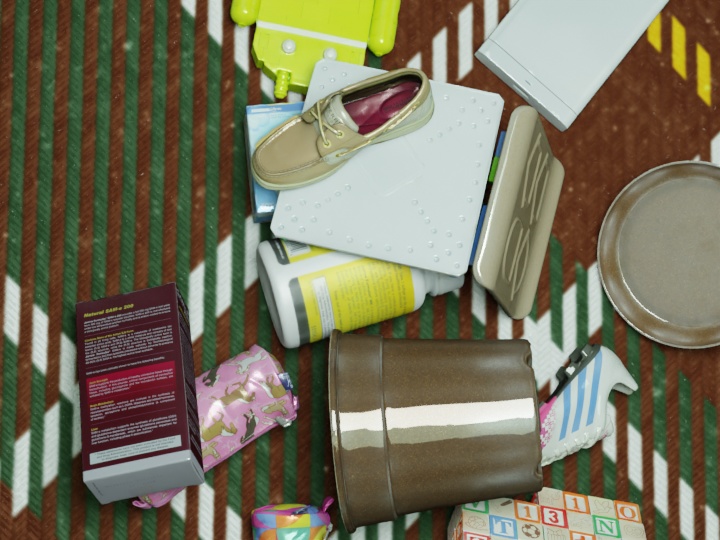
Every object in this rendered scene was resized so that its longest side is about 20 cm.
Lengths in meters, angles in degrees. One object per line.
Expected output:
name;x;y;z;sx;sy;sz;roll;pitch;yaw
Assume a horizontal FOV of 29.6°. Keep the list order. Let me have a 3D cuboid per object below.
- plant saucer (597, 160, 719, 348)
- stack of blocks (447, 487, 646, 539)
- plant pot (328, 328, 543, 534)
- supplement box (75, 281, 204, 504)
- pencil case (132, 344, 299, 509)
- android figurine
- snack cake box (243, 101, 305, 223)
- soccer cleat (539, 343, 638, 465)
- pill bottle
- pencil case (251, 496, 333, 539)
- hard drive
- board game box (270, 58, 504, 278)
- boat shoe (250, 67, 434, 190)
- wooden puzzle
plant saucer;0.357;-0.018;1.469;0.198;0.032;0.202;3;97;22
stack of blocks;0.192;0.285;1.405;0.198;0.116;0.059;11;124;-6
plant pot;0.077;0.152;1.343;0.196;0.200;0.202;-4;85;5
supplement box;-0.219;0.119;1.343;0.108;0.061;0.201;-11;58;3
pencil case;-0.159;0.160;1.389;0.199;0.087;0.083;-32;125;-10
android figurine;-0.050;-0.276;1.468;0.180;0.041;0.202;12;79;-7
snack cake box;-0.020;-0.118;1.443;0.198;0.067;0.116;-6;83;-9
soccer cleat;0.217;0.169;1.446;0.086;0.070;0.200;41;80;1
pill bottle;0.000;0.000;1.411;0.198;0.114;0.115;-16;87;-9
pencil case;-0.067;0.333;1.384;0.087;0.088;0.202;0;86;-8
hard drive;0.239;-0.274;1.518;0.132;0.027;0.200;40;80;-3
board game box;0.029;-0.103;1.373;0.198;0.026;0.202;12;71;6
boat shoe;-0.020;-0.147;1.340;0.199;0.066;0.074;-29;71;-9
wooden puzzle;0.156;-0.057;1.414;0.046;0.200;0.187;11;81;21
